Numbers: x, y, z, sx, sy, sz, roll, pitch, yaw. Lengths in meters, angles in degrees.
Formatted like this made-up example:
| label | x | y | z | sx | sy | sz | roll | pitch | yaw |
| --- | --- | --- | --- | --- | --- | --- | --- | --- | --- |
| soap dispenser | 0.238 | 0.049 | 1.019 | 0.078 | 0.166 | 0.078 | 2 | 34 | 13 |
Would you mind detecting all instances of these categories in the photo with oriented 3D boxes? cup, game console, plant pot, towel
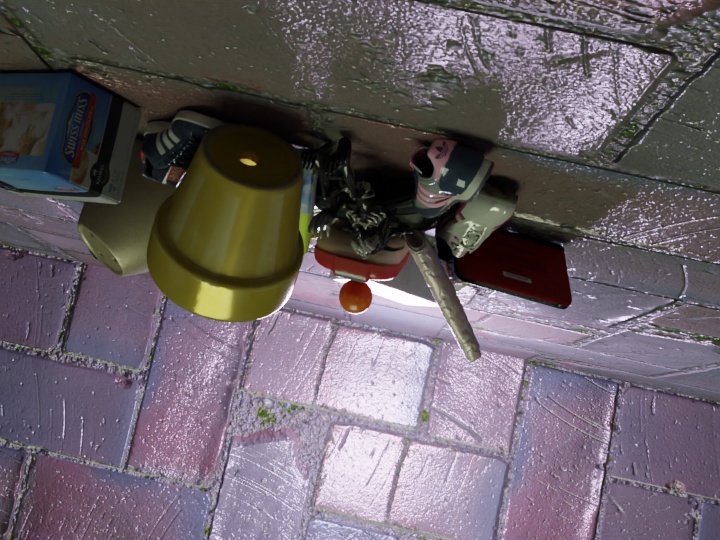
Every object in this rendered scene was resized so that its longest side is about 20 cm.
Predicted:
| label | x | y | z | sx | sy | sz | roll | pitch | yaw |
| --- | --- | --- | --- | --- | --- | --- | --- | --- | --- |
| cup | -0.341 | -0.076 | 1.454 | 0.200 | 0.143 | 0.201 | 37 | 156 | 20 |
| game console | 0.210 | -0.005 | 1.502 | 0.197 | 0.174 | 0.119 | 15 | 140 | -18 |
| plant pot | -0.156 | -0.071 | 1.211 | 0.198 | 0.202 | 0.190 | 14 | 129 | -10 |
| towel | 0.110 | 0.008 | 1.396 | 0.201 | 0.032 | 0.192 | 60 | -174 | -26 |

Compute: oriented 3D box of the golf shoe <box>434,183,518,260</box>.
| label | x | y | z | sx | sy | sz | roll | pitch | yaw |
| --- | --- | --- | --- | --- | --- | --- | --- | --- | --- |
| golf shoe | 0.156 | -0.062 | 1.302 | 0.072 | 0.093 | 0.200 | 14 | 170 | -12 |

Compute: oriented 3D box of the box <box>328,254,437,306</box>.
| label | x | y | z | sx | sy | sz | roll | pitch | yaw |
| --- | --- | --- | --- | --- | --- | --- | --- | --- | --- |
| box | 0.061 | -0.005 | 1.771 | 0.198 | 0.099 | 0.124 | 19 | 169 | -37 |

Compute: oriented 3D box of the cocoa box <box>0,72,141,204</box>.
| label | x | y | z | sx | sy | sz | roll | pitch | yaw |
| --- | --- | --- | --- | --- | --- | --- | --- | --- | --- |
| cocoa box | -0.412 | -0.173 | 1.258 | 0.198 | 0.135 | 0.131 | 7 | 169 | 33 |

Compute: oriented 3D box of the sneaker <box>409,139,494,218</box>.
| label | x | y | z | sx | sy | sz | roll | pitch | yaw |
| --- | --- | --- | --- | --- | --- | --- | --- | --- | --- |
| sneaker | 0.091 | -0.119 | 1.170 | 0.081 | 0.071 | 0.200 | 31 | 165 | -10 |

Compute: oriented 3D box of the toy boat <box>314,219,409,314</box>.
| label | x | y | z | sx | sy | sz | roll | pitch | yaw |
| --- | --- | --- | --- | --- | --- | --- | --- | --- | --- |
| toy boat | 0.000 | 0.000 | 1.436 | 0.129 | 0.133 | 0.200 | 13 | -167 | 8 |

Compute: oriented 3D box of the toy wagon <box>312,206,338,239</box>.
| label | x | y | z | sx | sy | sz | roll | pitch | yaw |
| --- | --- | --- | --- | --- | --- | --- | --- | --- | --- |
| toy wagon | -0.076 | -0.088 | 1.531 | 0.153 | 0.040 | 0.200 | -5 | 171 | 3 |

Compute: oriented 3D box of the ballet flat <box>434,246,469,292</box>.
| label | x | y | z | sx | sy | sz | roll | pitch | yaw |
| --- | --- | --- | --- | --- | --- | --- | --- | --- | --- |
| ballet flat | 0.155 | 0.001 | 1.584 | 0.075 | 0.065 | 0.200 | 18 | -168 | -3 |

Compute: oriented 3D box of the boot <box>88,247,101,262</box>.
| label | x | y | z | sx | sy | sz | roll | pitch | yaw |
| --- | --- | --- | --- | --- | --- | --- | --- | --- | --- |
| boot | -0.332 | -0.027 | 1.591 | 0.201 | 0.075 | 0.153 | 15 | -169 | 25 |

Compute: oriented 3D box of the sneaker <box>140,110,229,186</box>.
| label | x | y | z | sx | sy | sz | roll | pitch | yaw |
| --- | --- | --- | --- | --- | --- | --- | --- | --- | --- |
| sneaker | -0.234 | -0.156 | 1.275 | 0.074 | 0.086 | 0.199 | 18 | 170 | -31 |

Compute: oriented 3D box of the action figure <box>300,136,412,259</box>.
| label | x | y | z | sx | sy | sz | roll | pitch | yaw |
| --- | --- | --- | --- | --- | --- | --- | --- | --- | --- |
| action figure | -0.012 | -0.072 | 1.248 | 0.118 | 0.103 | 0.201 | 9 | 144 | 40 |

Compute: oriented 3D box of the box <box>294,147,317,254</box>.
| label | x | y | z | sx | sy | sz | roll | pitch | yaw |
| --- | --- | --- | --- | --- | --- | --- | --- | --- | --- |
| box | -0.123 | -0.108 | 1.338 | 0.120 | 0.048 | 0.201 | 11 | 143 | 1 |

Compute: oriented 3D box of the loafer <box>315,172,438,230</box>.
| label | x | y | z | sx | sy | sz | roll | pitch | yaw |
| --- | --- | --- | --- | --- | --- | --- | --- | --- | --- |
| loafer | 0.017 | -0.106 | 1.338 | 0.198 | 0.068 | 0.071 | 10 | 138 | 30 |
